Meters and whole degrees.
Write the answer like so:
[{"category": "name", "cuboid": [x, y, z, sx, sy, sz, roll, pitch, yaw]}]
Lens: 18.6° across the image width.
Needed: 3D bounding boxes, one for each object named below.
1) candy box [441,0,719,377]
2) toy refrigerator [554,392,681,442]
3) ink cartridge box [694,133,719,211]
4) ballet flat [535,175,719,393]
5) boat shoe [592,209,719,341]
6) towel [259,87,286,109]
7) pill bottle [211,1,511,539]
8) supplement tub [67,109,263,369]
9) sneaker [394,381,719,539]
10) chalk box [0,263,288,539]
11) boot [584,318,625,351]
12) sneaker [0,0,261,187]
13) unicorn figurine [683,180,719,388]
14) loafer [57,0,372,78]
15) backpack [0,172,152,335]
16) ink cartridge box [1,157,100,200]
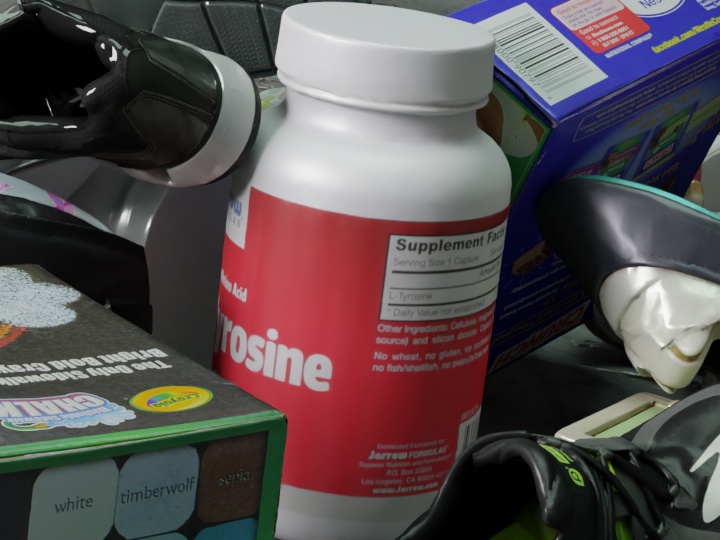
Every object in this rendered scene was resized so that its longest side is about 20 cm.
[{"category": "candy box", "cuboid": [0.083, -0.044, 0.998, 0.169, 0.200, 0.077, -27, 61, -39]}, {"category": "toy refrigerator", "cuboid": [0.171, 0.107, 0.821, 0.199, 0.070, 0.076, 17, 20, 33]}, {"category": "ink cartridge box", "cuboid": [0.152, -0.055, 1.328, 0.146, 0.083, 0.200, 14, 18, 24]}, {"category": "ballet flat", "cuboid": [0.156, 0.026, 0.880, 0.199, 0.073, 0.073, 25, 19, 5]}, {"category": "boat shoe", "cuboid": [0.202, 0.003, 0.945, 0.198, 0.074, 0.068, 2, 58, 28]}, {"category": "towel", "cuboid": [0.006, -0.031, 1.181, 0.199, 0.048, 0.171, 26, 18, 8]}, {"category": "pill bottle", "cuboid": [0.000, 0.000, 0.877, 0.112, 0.201, 0.112, 6, 16, -2]}, {"category": "supplement tub", "cuboid": [-0.123, -0.035, 1.040, 0.199, 0.145, 0.144, 22, 22, 40]}, {"category": "sneaker", "cuboid": [0.076, 0.088, 0.744, 0.199, 0.083, 0.071, -25, 44, -27]}, {"category": "chalk box", "cuboid": [-0.106, 0.089, 0.677, 0.124, 0.125, 0.200, -5, 21, -38]}, {"category": "boot", "cuboid": [0.186, 0.012, 1.190, 0.199, 0.074, 0.075, -10, -6, -35]}, {"category": "sneaker", "cuboid": [-0.141, -0.075, 0.851, 0.199, 0.067, 0.090, 6, -11, 33]}, {"category": "unicorn figurine", "cuboid": [0.183, 0.025, 1.041, 0.073, 0.138, 0.200, 0, 0, 12]}, {"category": "loafer", "cuboid": [-0.091, -0.123, 0.926, 0.199, 0.072, 0.063, -3, 43, 11]}, {"category": "backpack", "cuboid": [-0.179, 0.018, 0.837, 0.199, 0.168, 0.127, 6, 10, -25]}, {"category": "ink cartridge box", "cuboid": [-0.180, -0.076, 0.974, 0.161, 0.200, 0.050, 38, -7, 42]}]
